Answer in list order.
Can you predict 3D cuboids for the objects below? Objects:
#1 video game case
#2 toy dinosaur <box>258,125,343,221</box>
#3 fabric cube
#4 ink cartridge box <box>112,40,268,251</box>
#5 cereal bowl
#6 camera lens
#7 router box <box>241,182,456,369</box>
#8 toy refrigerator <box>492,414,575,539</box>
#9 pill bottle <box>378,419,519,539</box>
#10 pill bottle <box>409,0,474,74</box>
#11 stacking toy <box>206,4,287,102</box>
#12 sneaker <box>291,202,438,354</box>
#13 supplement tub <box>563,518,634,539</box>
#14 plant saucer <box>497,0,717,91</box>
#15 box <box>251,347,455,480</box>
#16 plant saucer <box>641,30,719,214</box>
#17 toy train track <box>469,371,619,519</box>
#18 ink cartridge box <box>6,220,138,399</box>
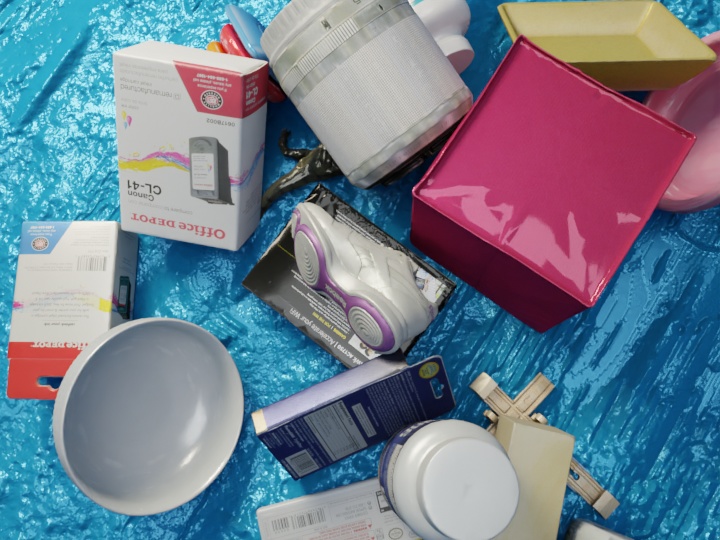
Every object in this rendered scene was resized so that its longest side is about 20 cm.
[{"bbox_3d":[0.003,0.325,0.744,0.199,0.023,0.183,-15,78,0],"label":"video game case"},{"bbox_3d":[-0.055,-0.140,0.829,0.199,0.047,0.089,-25,85,2],"label":"toy dinosaur"},{"bbox_3d":[0.180,-0.077,0.722,0.200,0.199,0.197,34,83,10],"label":"fabric cube"},{"bbox_3d":[-0.186,-0.137,0.762,0.147,0.086,0.201,11,116,7],"label":"ink cartridge box"},{"bbox_3d":[-0.228,0.148,0.733,0.199,0.083,0.201,-2,93,-38],"label":"cereal bowl"},{"bbox_3d":[0.010,-0.200,0.732,0.160,0.160,0.200,-37,97,-4],"label":"camera lens"},{"bbox_3d":[-0.013,0.018,0.789,0.200,0.051,0.149,37,85,10],"label":"router box"},{"bbox_3d":[0.160,0.255,0.695,0.070,0.076,0.201,13,84,2],"label":"toy refrigerator"},{"bbox_3d":[0.081,0.198,0.652,0.110,0.200,0.112,1,78,-5],"label":"pill bottle"},{"bbox_3d":[0.059,-0.322,0.822,0.110,0.111,0.201,-26,79,-2],"label":"pill bottle"},{"bbox_3d":[-0.176,-0.205,0.830,0.200,0.116,0.110,-38,57,12],"label":"stacking toy"},{"bbox_3d":[0.000,0.000,0.738,0.099,0.075,0.200,-24,62,-34],"label":"sneaker"},{"bbox_3d":[0.233,0.360,0.672,0.122,0.123,0.201,22,80,7],"label":"supplement tub"},{"bbox_3d":[0.265,-0.254,0.785,0.199,0.049,0.200,-1,38,2],"label":"plant saucer"},{"bbox_3d":[-0.001,0.149,0.731,0.199,0.121,0.032,-23,49,-1],"label":"box"},{"bbox_3d":[0.378,-0.154,0.739,0.051,0.200,0.202,17,79,-21],"label":"plant saucer"},{"bbox_3d":[0.201,0.190,0.752,0.200,0.033,0.115,44,85,9],"label":"toy train track"},{"bbox_3d":[-0.330,0.047,0.796,0.115,0.067,0.201,0,79,4],"label":"ink cartridge box"}]
